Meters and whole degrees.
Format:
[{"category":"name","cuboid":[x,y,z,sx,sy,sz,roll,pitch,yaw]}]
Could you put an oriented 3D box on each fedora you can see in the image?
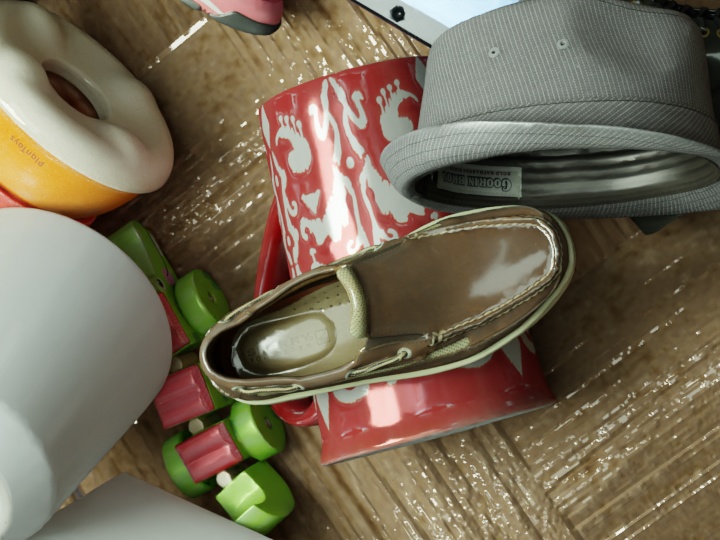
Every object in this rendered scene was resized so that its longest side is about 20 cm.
[{"category":"fedora","cuboid":[0.109,-0.084,1.169,0.198,0.177,0.091,-4,78,25]}]

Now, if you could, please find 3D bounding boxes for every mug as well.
[{"category":"mug","cuboid":[-0.208,0.079,1.275,0.149,0.154,0.186,41,128,-12]},{"category":"mug","cuboid":[-0.001,-0.001,1.284,0.176,0.133,0.202,-16,85,17]}]

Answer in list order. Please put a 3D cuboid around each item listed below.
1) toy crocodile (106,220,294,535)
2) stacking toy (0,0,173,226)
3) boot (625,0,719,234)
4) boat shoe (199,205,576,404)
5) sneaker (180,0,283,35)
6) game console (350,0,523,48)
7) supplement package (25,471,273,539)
[{"category":"toy crocodile","cuboid":[-0.100,0.066,1.354,0.067,0.062,0.201,-28,84,18]},{"category":"stacking toy","cuboid":[-0.218,-0.044,1.348,0.146,0.146,0.200,48,111,10]},{"category":"boot","cuboid":[0.182,-0.131,1.225,0.200,0.077,0.139,-40,95,15]},{"category":"boat shoe","cuboid":[0.012,0.022,1.176,0.201,0.075,0.075,-24,79,13]},{"category":"sneaker","cuboid":[-0.093,-0.228,1.317,0.087,0.074,0.201,-36,80,26]},{"category":"game console","cuboid":[0.059,-0.213,1.288,0.199,0.031,0.178,32,111,13]},{"category":"supplement package","cuboid":[-0.131,0.240,1.313,0.120,0.120,0.202,21,116,25]}]
